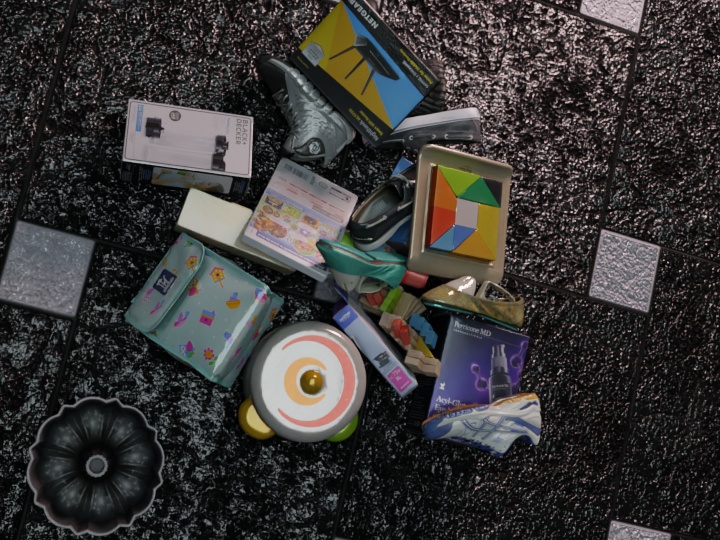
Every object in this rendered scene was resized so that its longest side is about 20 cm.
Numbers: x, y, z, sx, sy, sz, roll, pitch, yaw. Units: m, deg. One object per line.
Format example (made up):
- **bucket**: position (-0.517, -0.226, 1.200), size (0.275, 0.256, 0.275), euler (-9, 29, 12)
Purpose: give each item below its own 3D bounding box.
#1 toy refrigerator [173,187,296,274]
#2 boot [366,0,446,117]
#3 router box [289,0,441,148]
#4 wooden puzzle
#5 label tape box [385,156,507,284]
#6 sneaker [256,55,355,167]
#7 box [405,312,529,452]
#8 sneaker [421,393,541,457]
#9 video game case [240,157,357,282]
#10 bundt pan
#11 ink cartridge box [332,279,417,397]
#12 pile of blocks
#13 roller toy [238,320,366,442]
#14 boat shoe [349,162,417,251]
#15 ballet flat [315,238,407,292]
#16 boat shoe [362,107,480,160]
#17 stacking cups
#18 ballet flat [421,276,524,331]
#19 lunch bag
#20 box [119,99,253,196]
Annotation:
- **toy refrigerator**: position (-0.188, -0.063, 1.613), size (0.198, 0.076, 0.071), euler (22, 80, -11)
- **boot**: position (0.061, -0.355, 1.695), size (0.155, 0.079, 0.215), euler (-3, 97, -8)
- **router box**: position (0.009, -0.319, 1.620), size (0.200, 0.051, 0.149), euler (46, 103, 0)
- **wooden puzzle**: position (0.165, -0.087, 1.640), size (0.183, 0.037, 0.203), euler (10, 85, -28)
- **label tape box**: position (0.124, -0.081, 1.700), size (0.199, 0.063, 0.145), euler (33, 78, -10)
- **sneaker**: position (-0.110, -0.246, 1.646), size (0.199, 0.075, 0.116), euler (40, 76, -9)
- **box**: position (0.174, 0.184, 1.671), size (0.146, 0.104, 0.203), euler (15, 83, -12)
- **sneaker**: position (0.193, 0.249, 1.578), size (0.197, 0.075, 0.090), euler (-9, 88, -14)
- **video game case**: position (-0.092, -0.084, 1.606), size (0.142, 0.018, 0.201), euler (27, 44, -7)
- **bundt pan**: position (-0.395, 0.289, 1.531), size (0.199, 0.076, 0.205), euler (1, 86, -15)
- **ink cartridge box**: position (0.011, 0.105, 1.627), size (0.042, 0.119, 0.201), euler (-38, 97, 3)
- **pile of blocks**: position (0.070, 0.079, 1.624), size (0.082, 0.062, 0.201), euler (-39, 59, 1)
- **roller toy**: position (-0.089, 0.172, 1.586), size (0.197, 0.140, 0.185), euler (5, 84, -13)
- **boat shoe**: position (0.057, -0.116, 1.634), size (0.075, 0.061, 0.200), euler (23, 59, 32)
- **ballet flat**: position (0.000, 0.000, 1.564), size (0.199, 0.067, 0.071), euler (10, 102, -49)
- **boat shoe**: position (0.103, -0.215, 1.680), size (0.197, 0.070, 0.067), euler (-10, 86, 4)
- **stacking cups**: position (0.014, -0.017, 1.666), size (0.198, 0.060, 0.061), euler (23, 80, -10)
- **ballet flat**: position (0.184, 0.044, 1.639), size (0.198, 0.070, 0.072), euler (17, 81, -29)
- **lunch bag**: position (-0.246, 0.055, 1.562), size (0.199, 0.122, 0.171), euler (33, 85, 15)
- **box**: position (-0.269, -0.191, 1.592), size (0.197, 0.060, 0.118), euler (8, 62, -14)
